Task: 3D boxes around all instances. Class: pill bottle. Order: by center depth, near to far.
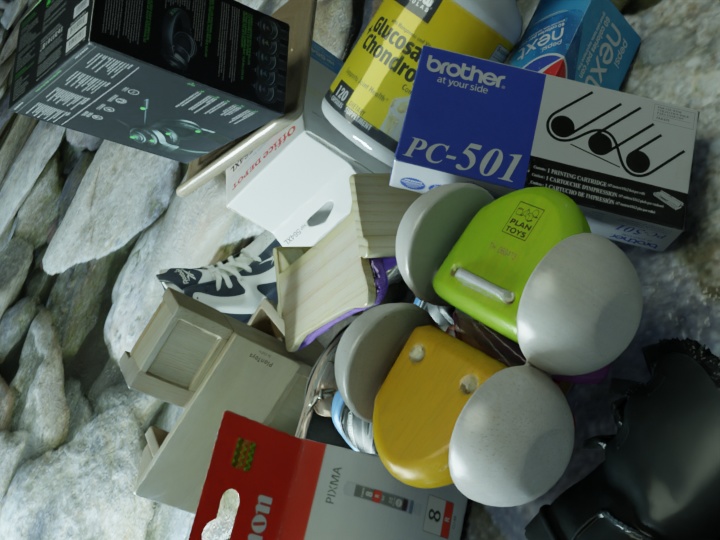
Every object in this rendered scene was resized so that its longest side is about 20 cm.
[{"bbox_3d":[0.062,-0.187,0.752,0.201,0.112,0.112,-56,34,15],"label":"pill bottle"}]

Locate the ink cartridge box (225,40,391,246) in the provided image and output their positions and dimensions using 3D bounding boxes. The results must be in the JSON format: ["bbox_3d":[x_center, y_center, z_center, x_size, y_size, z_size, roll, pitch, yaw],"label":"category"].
[{"bbox_3d":[-0.057,-0.126,0.957,0.128,0.125,0.201,-40,39,29],"label":"ink cartridge box"}]

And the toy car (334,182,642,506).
[{"bbox_3d":[0.095,0.051,0.582,0.175,0.149,0.201,28,92,51],"label":"toy car"}]

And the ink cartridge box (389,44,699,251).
[{"bbox_3d":[0.128,-0.085,0.637,0.044,0.198,0.095,97,-172,-71],"label":"ink cartridge box"}]

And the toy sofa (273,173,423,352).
[{"bbox_3d":[0.000,0.000,0.742,0.200,0.082,0.098,144,120,-61],"label":"toy sofa"}]

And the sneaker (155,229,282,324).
[{"bbox_3d":[-0.150,0.008,0.983,0.200,0.129,0.079,-58,35,5],"label":"sneaker"}]

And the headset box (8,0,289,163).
[{"bbox_3d":[-0.181,-0.180,0.814,0.173,0.199,0.094,-15,67,48],"label":"headset box"}]

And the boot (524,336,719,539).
[{"bbox_3d":[0.185,0.143,0.500,0.163,0.073,0.199,-53,30,13],"label":"boot"}]

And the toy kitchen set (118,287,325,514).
[{"bbox_3d":[-0.149,0.104,0.848,0.164,0.199,0.180,-57,34,6],"label":"toy kitchen set"}]

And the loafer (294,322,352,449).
[{"bbox_3d":[-0.023,0.138,0.759,0.201,0.071,0.063,-66,8,-8],"label":"loafer"}]

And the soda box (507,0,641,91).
[{"bbox_3d":[0.144,-0.121,0.718,0.064,0.068,0.201,3,61,53],"label":"soda box"}]

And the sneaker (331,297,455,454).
[{"bbox_3d":[0.061,0.066,0.685,0.200,0.071,0.083,-51,55,13],"label":"sneaker"}]

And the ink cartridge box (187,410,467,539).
[{"bbox_3d":[-0.020,0.198,0.613,0.050,0.199,0.163,-10,59,48],"label":"ink cartridge box"}]

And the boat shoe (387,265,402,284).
[{"bbox_3d":[0.057,-0.032,0.809,0.200,0.057,0.067,-38,51,48],"label":"boat shoe"}]

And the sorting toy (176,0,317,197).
[{"bbox_3d":[-0.106,-0.180,0.923,0.184,0.036,0.201,-26,44,40],"label":"sorting toy"}]

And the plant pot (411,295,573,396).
[{"bbox_3d":[0.095,0.048,0.724,0.199,0.027,0.201,-31,45,37],"label":"plant pot"}]
